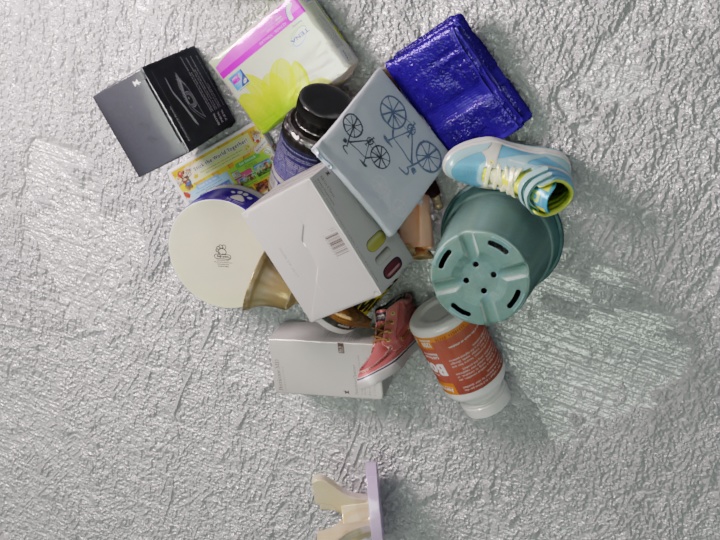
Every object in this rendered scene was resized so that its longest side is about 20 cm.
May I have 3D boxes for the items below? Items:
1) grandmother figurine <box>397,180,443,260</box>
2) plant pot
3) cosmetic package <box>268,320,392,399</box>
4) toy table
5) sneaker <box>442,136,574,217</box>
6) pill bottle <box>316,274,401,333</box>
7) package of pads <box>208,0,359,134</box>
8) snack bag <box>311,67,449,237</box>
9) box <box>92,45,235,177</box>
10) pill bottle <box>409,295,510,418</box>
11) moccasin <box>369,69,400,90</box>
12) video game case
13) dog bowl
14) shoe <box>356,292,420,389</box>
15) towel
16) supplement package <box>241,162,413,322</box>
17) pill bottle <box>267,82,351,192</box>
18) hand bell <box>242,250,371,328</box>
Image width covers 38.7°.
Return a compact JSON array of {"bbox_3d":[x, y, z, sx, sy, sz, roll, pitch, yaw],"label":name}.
[{"bbox_3d":[0.089,-0.120,1.609,0.060,0.121,0.200,-5,78,37],"label":"grandmother figurine"},{"bbox_3d":[0.199,-0.021,1.572,0.200,0.196,0.201,7,113,16],"label":"plant pot"},{"bbox_3d":[-0.051,0.155,1.786,0.200,0.081,0.113,-1,112,17],"label":"cosmetic package"},{"bbox_3d":[-0.019,0.442,1.850,0.117,0.184,0.200,-6,101,2],"label":"toy table"},{"bbox_3d":[0.226,-0.136,1.525,0.200,0.131,0.080,2,123,-3],"label":"sneaker"},{"bbox_3d":[0.000,0.000,1.690,0.114,0.114,0.200,40,118,0],"label":"pill bottle"},{"bbox_3d":[-0.118,-0.327,1.624,0.200,0.068,0.155,-33,97,26],"label":"package of pads"},{"bbox_3d":[0.036,-0.172,1.527,0.189,0.200,0.021,48,147,-20],"label":"snack bag"},{"bbox_3d":[-0.309,-0.257,1.638,0.104,0.200,0.148,-23,102,24],"label":"box"},{"bbox_3d":[0.169,0.142,1.684,0.112,0.112,0.200,-19,115,23],"label":"pill bottle"},{"bbox_3d":[0.021,-0.214,1.618,0.074,0.078,0.202,22,116,9],"label":"moccasin"},{"bbox_3d":[-0.208,-0.135,1.755,0.200,0.023,0.182,-25,102,26],"label":"video game case"},{"bbox_3d":[-0.221,-0.040,1.741,0.200,0.079,0.201,6,113,15],"label":"dog bowl"},{"bbox_3d":[0.041,0.112,1.678,0.071,0.200,0.091,-22,100,41],"label":"shoe"},{"bbox_3d":[0.148,-0.271,1.556,0.148,0.050,0.200,-31,108,25],"label":"towel"},{"bbox_3d":[-0.048,-0.051,1.538,0.156,0.111,0.200,-22,106,40],"label":"supplement package"},{"bbox_3d":[-0.076,-0.190,1.612,0.112,0.112,0.200,27,135,6],"label":"pill bottle"},{"bbox_3d":[-0.077,0.050,1.641,0.200,0.104,0.104,21,116,1],"label":"hand bell"}]
